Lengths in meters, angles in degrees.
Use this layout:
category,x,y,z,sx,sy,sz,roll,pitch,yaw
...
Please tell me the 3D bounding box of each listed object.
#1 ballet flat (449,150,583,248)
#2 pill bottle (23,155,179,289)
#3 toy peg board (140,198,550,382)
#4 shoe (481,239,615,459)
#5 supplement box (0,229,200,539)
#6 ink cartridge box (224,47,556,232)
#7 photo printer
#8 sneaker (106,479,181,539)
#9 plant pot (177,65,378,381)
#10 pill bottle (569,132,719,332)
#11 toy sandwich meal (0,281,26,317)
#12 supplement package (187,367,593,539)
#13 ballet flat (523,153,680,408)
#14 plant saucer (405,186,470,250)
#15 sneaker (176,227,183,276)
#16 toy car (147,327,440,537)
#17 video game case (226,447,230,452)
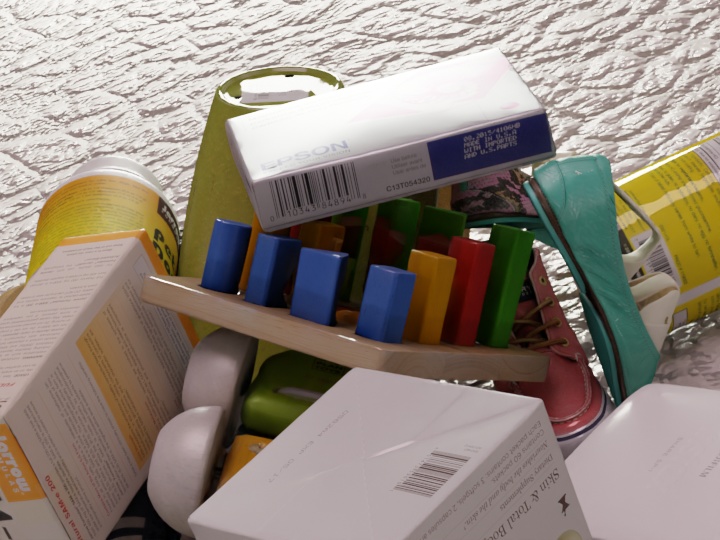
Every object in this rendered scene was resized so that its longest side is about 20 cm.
category,x,y,z,sx,sy,sz,roll,pitch,yaw
ballet flat,0.132,-0.055,1.848,0.069,0.071,0.200,-6,-10,37
pill bottle,-0.190,0.000,1.896,0.109,0.109,0.200,-16,33,11
toy peg board,0.000,0.000,1.669,0.200,0.098,0.199,16,6,34
shoe,0.114,0.050,1.756,0.071,0.091,0.200,-23,26,-2
supplement box,-0.185,0.082,1.652,0.073,0.126,0.200,-5,33,31
ink cartridge box,0.012,-0.097,1.709,0.196,0.043,0.200,-15,23,-5
photo printer,0.212,0.142,1.531,0.200,0.070,0.166,7,38,45
sneaker,-0.141,0.202,1.687,0.084,0.075,0.200,-6,40,32
plant pot,-0.053,-0.040,1.884,0.186,0.201,0.187,-3,25,2
pill bottle,0.247,-0.033,1.791,0.200,0.113,0.112,-24,26,-7
toy sandwich meal,-0.203,0.071,1.952,0.204,0.070,0.205,11,33,-7
supplement package,0.034,0.185,1.434,0.150,0.200,0.152,8,39,45
ballet flat,0.170,0.007,1.673,0.070,0.200,0.067,-23,32,2
plant saucer,0.051,-0.034,1.842,0.035,0.201,0.200,5,32,10
sneaker,-0.166,0.005,2.105,0.199,0.076,0.088,-11,13,13
toy car,-0.040,0.138,1.651,0.174,0.150,0.200,12,37,5
video game case,-0.181,0.126,1.824,0.200,0.018,0.143,-2,-9,34
